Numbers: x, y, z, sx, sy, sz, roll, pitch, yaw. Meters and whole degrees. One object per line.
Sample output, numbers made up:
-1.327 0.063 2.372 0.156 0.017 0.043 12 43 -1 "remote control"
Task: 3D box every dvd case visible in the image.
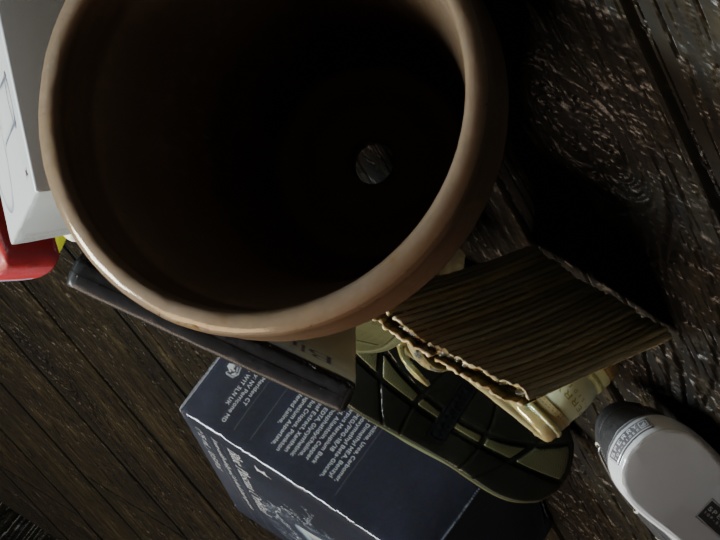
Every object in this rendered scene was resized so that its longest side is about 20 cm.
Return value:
-0.069 0.017 1.475 0.142 0.018 0.200 25 -173 -3 "dvd case"

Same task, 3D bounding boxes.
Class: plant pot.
-0.020 -0.059 1.326 0.200 0.200 0.175 33 -178 18 "plant pot"

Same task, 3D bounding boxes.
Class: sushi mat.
0.077 0.024 1.442 0.096 0.012 0.200 31 -161 18 "sushi mat"

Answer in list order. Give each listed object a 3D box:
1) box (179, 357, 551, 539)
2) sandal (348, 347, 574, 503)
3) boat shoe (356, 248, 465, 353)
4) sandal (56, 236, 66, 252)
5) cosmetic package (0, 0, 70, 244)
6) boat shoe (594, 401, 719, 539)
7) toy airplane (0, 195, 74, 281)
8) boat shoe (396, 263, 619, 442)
0.007 0.131 1.981 0.200 0.118 0.197 31 165 21 "box"
0.039 0.068 1.786 0.201 0.080 0.057 41 180 -17 "sandal"
0.000 0.000 1.624 0.075 0.069 0.200 18 165 -27 "boat shoe"
-0.249 -0.090 1.853 0.087 0.079 0.200 14 -140 -55 "sandal"
-0.164 -0.124 1.473 0.151 0.052 0.200 142 116 -74 "cosmetic package"
0.195 0.142 1.658 0.200 0.070 0.066 42 -177 -28 "boat shoe"
-0.238 -0.062 1.639 0.200 0.141 0.199 19 -152 3 "toy airplane"
0.054 0.036 1.659 0.200 0.063 0.073 22 160 50 "boat shoe"
